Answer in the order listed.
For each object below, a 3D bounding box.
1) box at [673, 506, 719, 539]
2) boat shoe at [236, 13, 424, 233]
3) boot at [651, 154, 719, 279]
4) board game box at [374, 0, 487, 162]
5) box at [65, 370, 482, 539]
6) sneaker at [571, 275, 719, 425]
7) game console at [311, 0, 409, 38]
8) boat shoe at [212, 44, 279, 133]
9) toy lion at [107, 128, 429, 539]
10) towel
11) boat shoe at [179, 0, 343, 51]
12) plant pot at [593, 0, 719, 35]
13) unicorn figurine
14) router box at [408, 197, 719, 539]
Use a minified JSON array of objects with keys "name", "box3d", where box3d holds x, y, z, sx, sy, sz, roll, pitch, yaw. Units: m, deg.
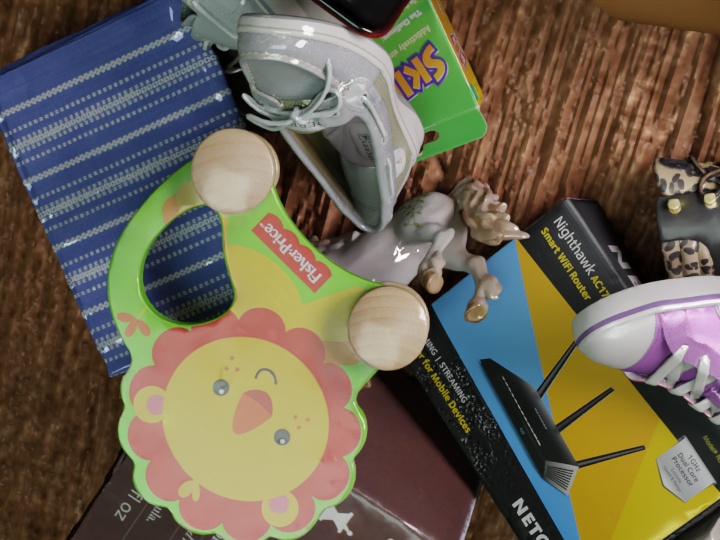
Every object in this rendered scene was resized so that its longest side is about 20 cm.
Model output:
[{"name":"box","box3d":[0.184,0.217,1.529,0.078,0.095,0.200,51,127,-1]},{"name":"boat shoe","box3d":[-0.017,-0.086,1.388,0.074,0.202,0.065,5,71,19]},{"name":"boot","box3d":[0.246,-0.061,1.432,0.150,0.073,0.201,-5,119,12]},{"name":"board game box","box3d":[-0.002,-0.157,1.470,0.095,0.030,0.201,-19,105,20]},{"name":"box","box3d":[-0.049,0.141,1.533,0.199,0.164,0.166,33,115,-3]},{"name":"sneaker","box3d":[0.218,0.070,1.392,0.199,0.115,0.073,6,151,-20]},{"name":"game console","box3d":[-0.020,-0.254,1.358,0.200,0.119,0.173,36,97,-5]},{"name":"boat shoe","box3d":[-0.098,-0.163,1.472,0.067,0.057,0.201,-22,106,20]},{"name":"toy lion","box3d":[-0.069,0.048,1.400,0.192,0.069,0.200,-44,92,3]},{"name":"towel","box3d":[-0.127,-0.053,1.460,0.144,0.024,0.201,-23,89,17]},{"name":"boat shoe","box3d":[-0.077,-0.166,1.411,0.071,0.070,0.201,-32,125,24]},{"name":"plant pot","box3d":[0.196,-0.209,1.322,0.139,0.200,0.201,-5,113,32]},{"name":"unicorn figurine","box3d":[0.000,0.000,1.498,0.199,0.138,0.074,-17,131,-2]},{"name":"router box","box3d":[0.131,0.079,1.484,0.149,0.051,0.201,-39,74,22]}]
